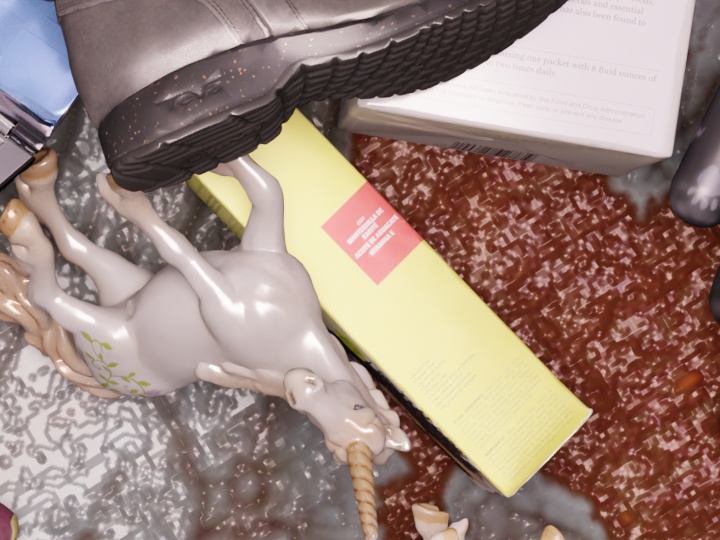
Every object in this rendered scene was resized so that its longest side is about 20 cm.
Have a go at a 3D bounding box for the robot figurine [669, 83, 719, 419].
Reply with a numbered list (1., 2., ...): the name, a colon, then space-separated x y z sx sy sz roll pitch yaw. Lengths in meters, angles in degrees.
1. robot figurine: 0.210 -0.015 1.136 0.150 0.124 0.201 28 85 -46

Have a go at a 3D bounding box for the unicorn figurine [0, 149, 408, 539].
1. unicorn figurine: -0.058 0.014 1.085 0.074 0.200 0.138 -42 111 -25

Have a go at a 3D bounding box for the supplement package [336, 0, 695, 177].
1. supplement package: 0.067 -0.146 1.127 0.121 0.120 0.201 10 88 -4

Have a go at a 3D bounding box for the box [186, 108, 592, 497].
1. box: 0.000 0.000 1.140 0.050 0.075 0.200 -44 91 -5

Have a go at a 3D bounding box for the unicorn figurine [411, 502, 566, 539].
1. unicorn figurine: 0.028 0.161 1.134 0.199 0.074 0.138 15 98 -10

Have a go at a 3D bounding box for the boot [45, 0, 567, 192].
1. boot: -0.023 -0.122 1.028 0.199 0.070 0.132 -20 76 -17

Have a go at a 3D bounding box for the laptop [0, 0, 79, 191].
1. laptop: -0.176 -0.123 1.036 0.187 0.200 0.116 36 118 2

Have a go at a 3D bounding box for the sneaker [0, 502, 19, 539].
1. sneaker: -0.232 0.098 1.117 0.199 0.075 0.091 -13 94 -6
